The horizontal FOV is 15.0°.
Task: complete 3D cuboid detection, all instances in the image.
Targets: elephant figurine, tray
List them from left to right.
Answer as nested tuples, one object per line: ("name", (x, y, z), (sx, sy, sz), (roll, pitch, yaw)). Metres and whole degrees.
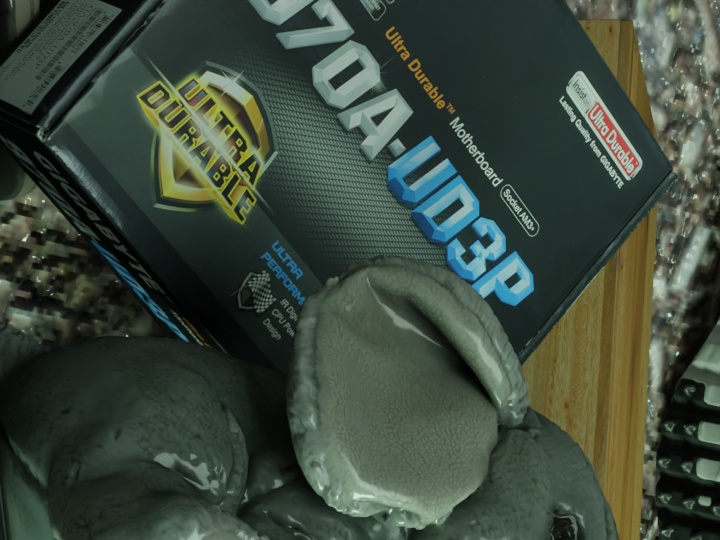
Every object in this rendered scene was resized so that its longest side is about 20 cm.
("elephant figurine", (0.005, 0.070, 0.760), (0.199, 0.141, 0.156), (-15, 104, -21))
("tray", (0.080, 0.024, 0.957), (0.099, 0.037, 0.201), (65, 27, -65))

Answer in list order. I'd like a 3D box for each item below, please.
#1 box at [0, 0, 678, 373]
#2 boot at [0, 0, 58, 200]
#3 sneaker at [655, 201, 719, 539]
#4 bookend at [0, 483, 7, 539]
("box", (-0.004, -0.040, 0.838), (0.159, 0.046, 0.200), (-49, 129, -14))
("boot", (-0.070, -0.130, 0.844), (0.150, 0.073, 0.201), (-12, 100, -37))
("sneaker", (0.178, 0.035, 1.100), (0.090, 0.066, 0.201), (15, 87, -40))
("bookend", (-0.200, 0.051, 0.702), (0.198, 0.092, 0.201), (-16, 120, -26))
